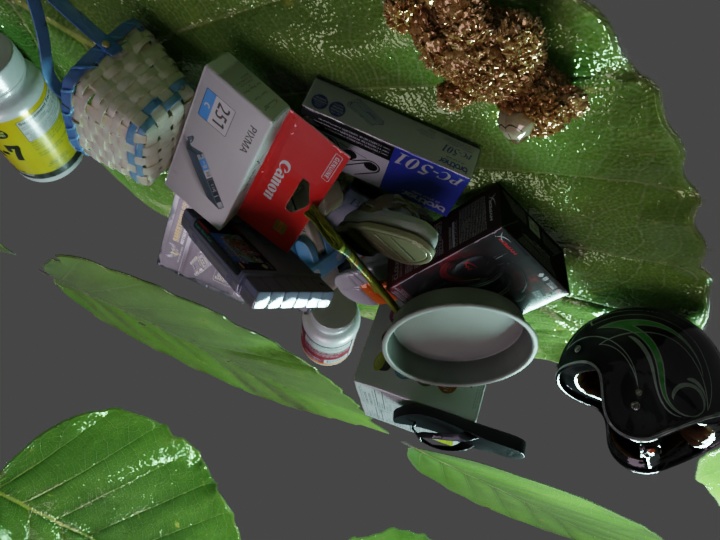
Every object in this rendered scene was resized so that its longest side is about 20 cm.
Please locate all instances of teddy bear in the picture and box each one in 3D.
[{"bbox_3d":[0.103,-0.177,0.521,0.143,0.068,0.200,0,147,45],"label":"teddy bear"}]

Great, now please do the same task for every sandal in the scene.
[{"bbox_3d":[0.137,0.238,0.878,0.196,0.043,0.076,13,154,17],"label":"sandal"},{"bbox_3d":[0.062,-0.008,0.875,0.203,0.060,0.080,-16,133,21],"label":"sandal"}]

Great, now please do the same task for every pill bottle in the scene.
[{"bbox_3d":[-0.487,-0.228,0.869,0.112,0.116,0.201,17,155,11],"label":"pill bottle"},{"bbox_3d":[-0.058,0.104,1.176,0.111,0.115,0.201,21,155,2],"label":"pill bottle"}]

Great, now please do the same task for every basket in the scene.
[{"bbox_3d":[-0.294,-0.210,0.710,0.198,0.140,0.176,35,154,-6],"label":"basket"}]

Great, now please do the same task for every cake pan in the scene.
[{"bbox_3d":[0.125,0.088,0.785,0.196,0.037,0.202,3,142,2],"label":"cake pan"}]

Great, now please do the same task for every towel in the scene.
[{"bbox_3d":[0.000,0.000,0.764,0.086,0.018,0.200,53,-177,41],"label":"towel"}]

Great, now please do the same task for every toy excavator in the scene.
[{"bbox_3d":[-0.080,-0.046,0.893,0.193,0.099,0.203,9,127,49],"label":"toy excavator"}]

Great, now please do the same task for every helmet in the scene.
[{"bbox_3d":[0.366,0.143,0.799,0.196,0.193,0.202,-10,140,-8],"label":"helmet"}]

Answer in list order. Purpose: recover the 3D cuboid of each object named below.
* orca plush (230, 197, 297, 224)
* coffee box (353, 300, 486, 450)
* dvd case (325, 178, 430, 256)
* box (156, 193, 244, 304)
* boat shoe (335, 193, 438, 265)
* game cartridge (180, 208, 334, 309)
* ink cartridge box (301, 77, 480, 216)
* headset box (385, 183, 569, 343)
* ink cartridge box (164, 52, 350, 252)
[{"bbox_3d":[-0.161,-0.116,0.842,0.197,0.107,0.071,27,175,7],"label":"orca plush"},{"bbox_3d":[0.116,0.150,1.013,0.194,0.203,0.201,16,156,14],"label":"coffee box"},{"bbox_3d":[0.015,-0.055,0.906,0.141,0.018,0.200,29,155,-11],"label":"dvd case"},{"bbox_3d":[-0.218,-0.060,0.949,0.156,0.049,0.202,25,125,-5],"label":"box"},{"bbox_3d":[0.033,-0.057,0.724,0.075,0.069,0.199,41,168,-26],"label":"boat shoe"},{"bbox_3d":[-0.137,-0.019,0.791,0.128,0.039,0.200,8,-153,-49],"label":"game cartridge"},{"bbox_3d":[0.028,-0.137,0.695,0.197,0.045,0.094,23,158,0],"label":"ink cartridge box"},{"bbox_3d":[0.138,0.004,0.775,0.198,0.076,0.148,-29,127,35],"label":"headset box"},{"bbox_3d":[-0.128,-0.116,0.712,0.175,0.045,0.200,39,137,-2],"label":"ink cartridge box"}]
